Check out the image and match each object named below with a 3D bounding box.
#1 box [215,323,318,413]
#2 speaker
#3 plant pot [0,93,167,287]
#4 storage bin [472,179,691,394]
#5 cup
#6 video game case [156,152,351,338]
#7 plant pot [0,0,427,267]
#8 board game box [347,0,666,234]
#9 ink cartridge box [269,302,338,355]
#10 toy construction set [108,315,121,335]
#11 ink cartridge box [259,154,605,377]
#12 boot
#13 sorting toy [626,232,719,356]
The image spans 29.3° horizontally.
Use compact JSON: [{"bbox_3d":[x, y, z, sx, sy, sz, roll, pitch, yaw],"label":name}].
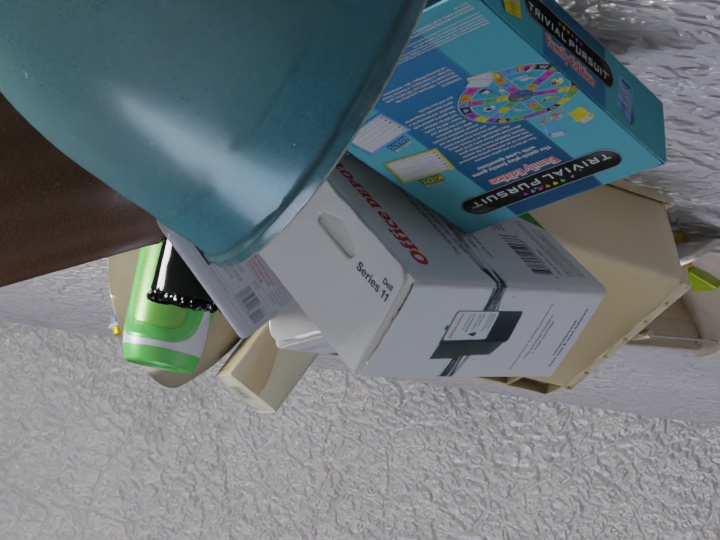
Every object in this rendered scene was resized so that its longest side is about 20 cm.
[{"bbox_3d":[-0.087,0.077,1.732,0.078,0.201,0.095,39,163,-10],"label":"box"},{"bbox_3d":[-0.187,0.000,1.415,0.087,0.202,0.088,10,171,2],"label":"speaker"},{"bbox_3d":[-0.245,-0.078,0.988,0.197,0.202,0.200,-12,-178,-29],"label":"plant pot"},{"bbox_3d":[0.136,0.007,1.161,0.198,0.094,0.199,15,138,-28],"label":"storage bin"},{"bbox_3d":[-0.207,0.032,1.751,0.142,0.202,0.200,-20,161,16],"label":"cup"},{"bbox_3d":[-0.050,-0.044,1.065,0.023,0.181,0.200,51,174,27],"label":"video game case"},{"bbox_3d":[-0.093,-0.135,0.617,0.187,0.201,0.200,30,164,-19],"label":"plant pot"},{"bbox_3d":[0.063,-0.102,0.805,0.150,0.047,0.199,-19,145,36],"label":"board game box"},{"bbox_3d":[0.000,0.000,1.271,0.084,0.146,0.199,-16,166,30],"label":"ink cartridge box"},{"bbox_3d":[-0.362,0.088,2.457,0.130,0.093,0.200,-15,176,4],"label":"toy construction set"},{"bbox_3d":[0.047,-0.002,0.941,0.199,0.083,0.147,5,-146,-44],"label":"ink cartridge box"},{"bbox_3d":[-0.155,-0.050,1.196,0.196,0.164,0.073,8,179,17],"label":"boot"},{"bbox_3d":[0.295,0.008,1.278,0.198,0.108,0.180,6,164,-30],"label":"sorting toy"}]
